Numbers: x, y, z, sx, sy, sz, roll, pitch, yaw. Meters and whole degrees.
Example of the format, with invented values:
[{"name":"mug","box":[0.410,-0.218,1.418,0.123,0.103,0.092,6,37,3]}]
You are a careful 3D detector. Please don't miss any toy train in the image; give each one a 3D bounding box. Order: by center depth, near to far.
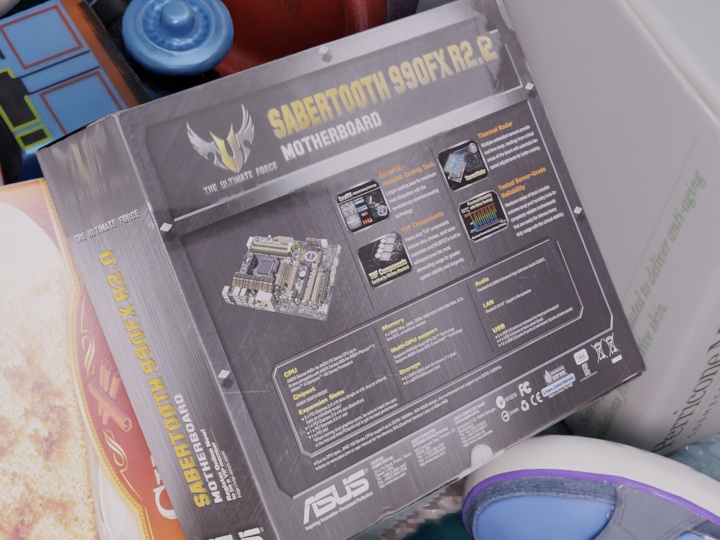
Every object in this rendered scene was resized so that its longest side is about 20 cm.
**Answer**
[{"name":"toy train","box":[-0.079,-0.028,0.874,0.114,0.087,0.200,-25,63,-19]}]

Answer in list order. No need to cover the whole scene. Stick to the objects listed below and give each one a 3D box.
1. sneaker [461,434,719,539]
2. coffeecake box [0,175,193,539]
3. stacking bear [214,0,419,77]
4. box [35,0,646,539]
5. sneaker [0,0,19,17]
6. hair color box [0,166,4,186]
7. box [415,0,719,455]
[{"name":"sneaker","box":[0.111,0.155,0.772,0.199,0.081,0.147,27,46,1]},{"name":"coffeecake box","box":[-0.129,0.055,0.721,0.199,0.073,0.154,-16,90,-43]},{"name":"stacking bear","box":[0.024,-0.155,0.987,0.114,0.122,0.200,40,46,20]},{"name":"box","box":[0.000,0.000,0.770,0.200,0.048,0.159,-25,93,-43]},{"name":"sneaker","box":[-0.102,-0.168,0.986,0.085,0.073,0.200,46,64,-16]},{"name":"hair color box","box":[-0.225,0.020,0.808,0.199,0.061,0.102,-4,53,-19]},{"name":"box","box":[0.138,-0.069,0.882,0.171,0.199,0.200,-19,59,-26]}]
